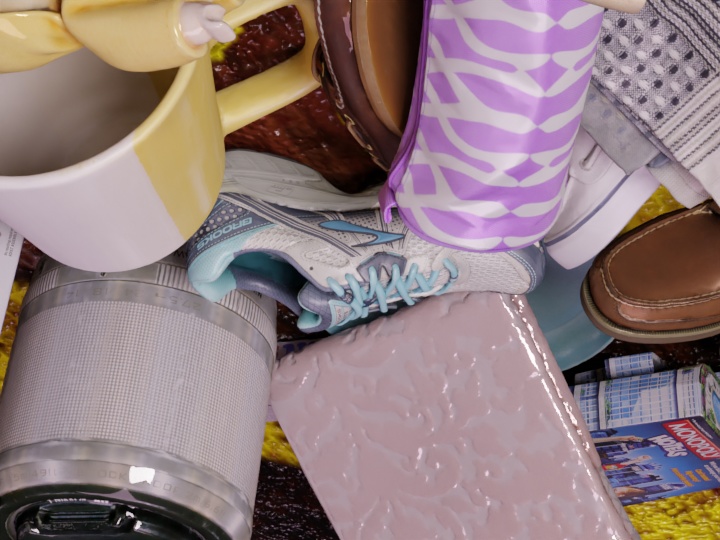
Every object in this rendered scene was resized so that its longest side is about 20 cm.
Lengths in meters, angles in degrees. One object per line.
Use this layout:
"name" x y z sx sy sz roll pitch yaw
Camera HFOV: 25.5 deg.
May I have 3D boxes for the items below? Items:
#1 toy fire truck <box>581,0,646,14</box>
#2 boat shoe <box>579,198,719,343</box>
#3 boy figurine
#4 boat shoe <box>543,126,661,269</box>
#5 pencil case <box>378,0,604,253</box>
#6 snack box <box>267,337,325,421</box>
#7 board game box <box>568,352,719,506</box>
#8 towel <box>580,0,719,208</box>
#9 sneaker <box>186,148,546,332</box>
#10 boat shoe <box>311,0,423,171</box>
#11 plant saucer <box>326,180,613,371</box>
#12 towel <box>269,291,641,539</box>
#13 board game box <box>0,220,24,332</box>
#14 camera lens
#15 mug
"toy fire truck" 0.048 -0.196 0.482 0.175 0.201 0.129 4 148 4
"boat shoe" 0.209 -0.021 0.827 0.199 0.072 0.068 -17 154 -16
"boy figurine" -0.086 -0.138 0.667 0.199 0.125 0.064 -16 147 14
"boat shoe" 0.134 -0.077 0.794 0.065 0.074 0.200 37 137 3
"pencil case" 0.057 -0.100 0.662 0.085 0.084 0.200 -4 131 -9
"snack box" -0.014 0.073 1.092 0.199 0.024 0.072 -6 144 20
"board game box" 0.195 0.101 1.040 0.199 0.062 0.200 -12 156 21
"towel" 0.134 -0.125 0.665 0.192 0.035 0.200 42 141 -6
"sneaker" 0.000 0.000 0.865 0.199 0.087 0.078 8 143 4
"boat shoe" 0.011 -0.091 0.764 0.070 0.071 0.200 16 162 24
"plant saucer" 0.062 0.003 0.951 0.199 0.027 0.200 6 144 5
"towel" 0.052 0.113 0.973 0.200 0.032 0.191 -24 95 36
"board game box" -0.253 -0.001 0.849 0.134 0.201 0.045 14 147 -13
"camera lens" -0.135 0.080 0.957 0.159 0.201 0.160 5 148 3
"mug" -0.116 -0.071 0.775 0.186 0.150 0.153 7 157 12
